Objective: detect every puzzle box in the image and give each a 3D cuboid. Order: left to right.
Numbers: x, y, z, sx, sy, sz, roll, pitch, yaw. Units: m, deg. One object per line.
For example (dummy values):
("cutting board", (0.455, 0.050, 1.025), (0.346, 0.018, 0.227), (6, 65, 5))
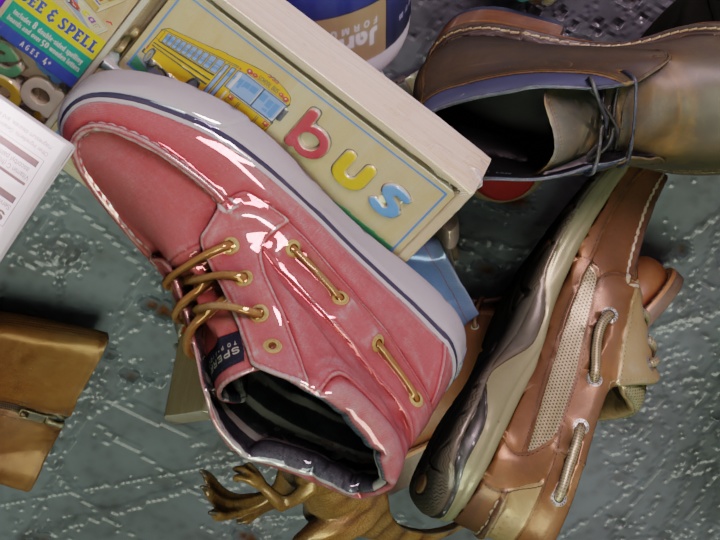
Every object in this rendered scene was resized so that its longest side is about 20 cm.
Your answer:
("puzzle box", (-0.060, -0.062, 1.198), (0.200, 0.025, 0.133), (37, 132, -8))

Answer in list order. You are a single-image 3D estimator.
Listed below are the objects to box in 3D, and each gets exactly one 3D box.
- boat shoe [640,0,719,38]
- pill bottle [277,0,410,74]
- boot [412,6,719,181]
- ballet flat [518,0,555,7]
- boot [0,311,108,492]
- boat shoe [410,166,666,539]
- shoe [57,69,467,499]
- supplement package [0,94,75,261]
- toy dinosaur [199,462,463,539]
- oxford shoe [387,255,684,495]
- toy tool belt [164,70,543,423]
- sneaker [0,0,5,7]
("boat shoe", (0.197, -0.120, 1.275), (0.074, 0.076, 0.200), (26, 129, -24))
("pill bottle", (-0.035, -0.142, 1.220), (0.115, 0.116, 0.200), (-1, 126, -1))
("boot", (0.114, -0.059, 1.225), (0.199, 0.097, 0.075), (7, 118, 17))
("ballet flat", (0.098, -0.201, 1.215), (0.072, 0.072, 0.201), (-1, 127, -1))
("boot", (-0.216, 0.019, 1.357), (0.200, 0.069, 0.189), (16, 123, -14))
("boat shoe", (0.094, 0.040, 1.301), (0.074, 0.200, 0.076), (30, 155, -2))
("shoe", (-0.050, 0.006, 1.170), (0.200, 0.091, 0.071), (38, 132, -10))
("supplement package", (-0.245, -0.054, 1.193), (0.200, 0.156, 0.111), (35, 75, -14))
("toy dinosaur", (-0.009, 0.109, 1.321), (0.106, 0.061, 0.200), (-23, 147, 10))
("oxford shoe", (0.059, 0.039, 1.383), (0.200, 0.071, 0.071), (-29, 99, 13))
("toy tool belt", (0.000, 0.000, 1.316), (0.200, 0.123, 0.125), (-23, 123, 14))
("sneaker", (-0.197, -0.147, 1.239), (0.200, 0.070, 0.100), (31, 116, -22))
